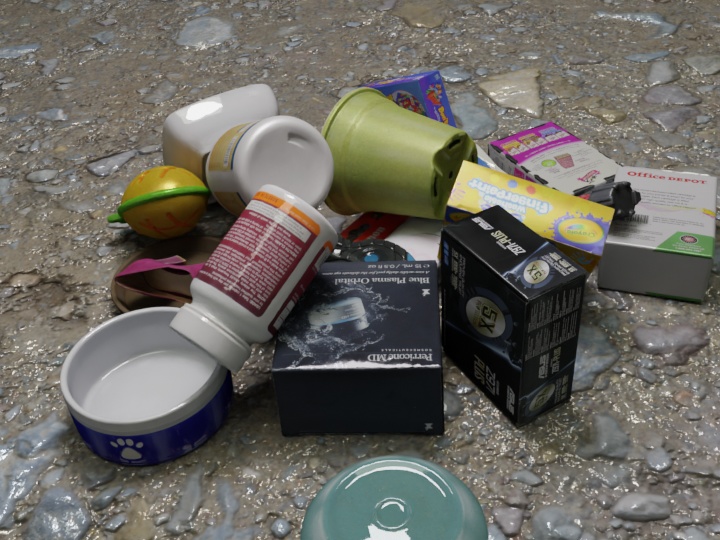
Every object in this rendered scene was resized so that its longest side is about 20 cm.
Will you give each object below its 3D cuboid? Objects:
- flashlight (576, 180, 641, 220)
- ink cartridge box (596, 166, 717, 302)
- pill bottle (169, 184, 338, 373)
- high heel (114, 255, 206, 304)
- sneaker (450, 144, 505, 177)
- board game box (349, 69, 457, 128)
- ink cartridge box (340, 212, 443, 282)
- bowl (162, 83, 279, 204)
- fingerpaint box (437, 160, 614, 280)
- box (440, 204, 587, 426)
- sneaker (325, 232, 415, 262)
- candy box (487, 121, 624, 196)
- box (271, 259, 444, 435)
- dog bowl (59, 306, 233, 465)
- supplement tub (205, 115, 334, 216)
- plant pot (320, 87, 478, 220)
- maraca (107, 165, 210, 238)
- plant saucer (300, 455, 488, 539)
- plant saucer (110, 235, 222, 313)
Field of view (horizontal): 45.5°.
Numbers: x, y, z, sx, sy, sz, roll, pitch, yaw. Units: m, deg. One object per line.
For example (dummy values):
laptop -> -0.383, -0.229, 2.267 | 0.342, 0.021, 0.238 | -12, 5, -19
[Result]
flashlight -> 0.291, -0.085, 1.217 | 0.200, 0.068, 0.068 | -10, 47, 56
ink cartridge box -> 0.426, -0.057, 1.226 | 0.144, 0.084, 0.200 | 9, 41, 17
pill bottle -> -0.125, 0.011, 0.998 | 0.114, 0.114, 0.200 | 26, 75, 33
high heel -> -0.252, 0.026, 1.150 | 0.096, 0.068, 0.200 | -19, 19, -31
sneaker -> 0.156, -0.146, 1.374 | 0.111, 0.077, 0.200 | -16, 45, -29
board game box -> 0.072, -0.247, 1.409 | 0.045, 0.135, 0.200 | -29, 20, -27
ink cartridge box -> 0.054, -0.046, 1.284 | 0.199, 0.057, 0.162 | 26, 47, 27
bowl -> -0.213, -0.192, 1.391 | 0.199, 0.200, 0.075 | -24, 61, -22
fingerpaint box -> 0.211, -0.048, 1.129 | 0.199, 0.167, 0.074 | 19, 69, 9
box -> 0.174, 0.053, 1.019 | 0.086, 0.201, 0.164 | -22, 42, -21
sneaker -> 0.000, 0.000, 1.200 | 0.199, 0.082, 0.073 | 19, 42, 31
candy box -> 0.317, -0.159, 1.388 | 0.136, 0.061, 0.200 | -20, 40, -20
box -> 0.003, 0.091, 1.058 | 0.195, 0.118, 0.200 | -2, 39, 4
dog bowl -> -0.258, 0.138, 1.055 | 0.199, 0.079, 0.201 | -3, 38, 3
supplement tub -> -0.139, -0.145, 1.240 | 0.144, 0.145, 0.200 | -23, 15, -22
plant pot -> 0.066, -0.158, 1.279 | 0.184, 0.201, 0.200 | 19, 44, 33
maraca -> -0.310, -0.099, 1.317 | 0.137, 0.108, 0.200 | -7, -5, -37
plant saucer -> 0.034, 0.264, 0.899 | 0.199, 0.036, 0.200 | -3, 38, 2
plant saucer -> -0.262, 0.017, 1.250 | 0.199, 0.030, 0.201 | -3, 39, 2
